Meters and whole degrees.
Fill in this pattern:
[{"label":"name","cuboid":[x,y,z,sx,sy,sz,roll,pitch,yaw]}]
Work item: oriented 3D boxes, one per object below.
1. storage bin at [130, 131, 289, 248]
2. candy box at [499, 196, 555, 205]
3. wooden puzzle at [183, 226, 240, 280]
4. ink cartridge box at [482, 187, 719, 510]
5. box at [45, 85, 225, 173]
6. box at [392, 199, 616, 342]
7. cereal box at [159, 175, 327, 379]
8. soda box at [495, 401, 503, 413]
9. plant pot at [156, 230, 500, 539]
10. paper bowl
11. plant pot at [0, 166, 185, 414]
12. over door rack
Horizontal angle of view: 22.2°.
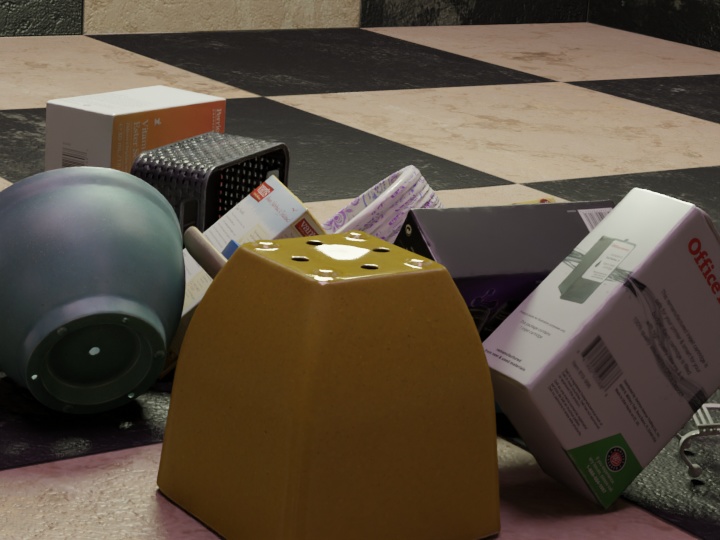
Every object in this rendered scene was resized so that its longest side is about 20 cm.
[{"label":"storage bin","cuboid":[-0.161,-0.064,1.957,0.093,0.137,0.200,11,16,22]},{"label":"candy box","cuboid":[0.116,-0.015,1.880,0.199,0.115,0.056,-9,65,-47]},{"label":"wooden puzzle","cuboid":[-0.052,0.043,1.542,0.200,0.046,0.185,43,-2,-25]},{"label":"ink cartridge box","cuboid":[0.202,0.057,1.416,0.200,0.147,0.083,-44,33,-14]},{"label":"box","cuboid":[-0.260,-0.125,2.124,0.106,0.154,0.199,13,18,34]},{"label":"box","cuboid":[0.112,0.020,1.483,0.198,0.142,0.079,-4,53,-29]},{"label":"cereal box","cuboid":[-0.130,0.002,1.685,0.200,0.040,0.144,-39,22,-2]},{"label":"soda box","cuboid":[0.099,0.078,1.615,0.198,0.065,0.068,6,33,4]},{"label":"plant pot","cuboid":[-0.018,0.082,1.340,0.194,0.202,0.194,-5,18,-35]},{"label":"paper bowl","cuboid":[0.000,0.000,1.724,0.200,0.105,0.201,-36,6,4]},{"label":"plant pot","cuboid":[-0.232,0.033,1.531,0.198,0.201,0.135,-2,42,-21]},{"label":"over door rack","cuboid":[0.358,0.117,1.536,0.198,0.067,0.148,-16,14,6]}]
